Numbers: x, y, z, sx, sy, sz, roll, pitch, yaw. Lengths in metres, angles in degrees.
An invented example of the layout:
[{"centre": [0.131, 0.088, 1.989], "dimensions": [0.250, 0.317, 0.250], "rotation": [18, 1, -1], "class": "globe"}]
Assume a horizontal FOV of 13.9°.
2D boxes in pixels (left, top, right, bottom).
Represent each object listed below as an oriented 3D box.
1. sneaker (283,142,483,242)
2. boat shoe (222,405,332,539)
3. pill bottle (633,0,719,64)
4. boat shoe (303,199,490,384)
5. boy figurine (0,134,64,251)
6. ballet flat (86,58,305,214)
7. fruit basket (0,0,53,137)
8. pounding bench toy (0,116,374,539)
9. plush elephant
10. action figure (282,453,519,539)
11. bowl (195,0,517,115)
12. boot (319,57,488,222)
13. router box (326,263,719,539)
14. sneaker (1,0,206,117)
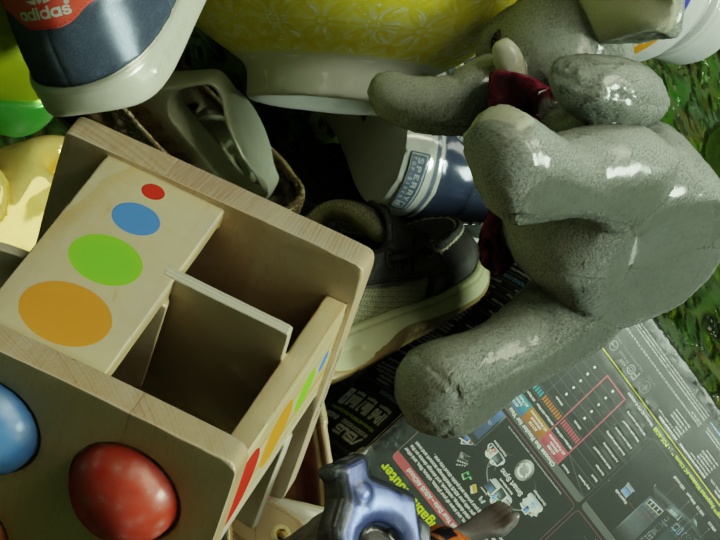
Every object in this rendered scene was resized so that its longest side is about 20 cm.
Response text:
[{"centre": [0.042, -0.006, 1.450], "dimensions": [0.200, 0.089, 0.074], "rotation": [9, 32, -24], "class": "sneaker"}, {"centre": [-0.038, 0.114, 1.265], "dimensions": [0.074, 0.069, 0.200], "rotation": [16, 56, -46], "class": "boat shoe"}, {"centre": [0.127, -0.178, 1.633], "dimensions": [0.200, 0.112, 0.112], "rotation": [19, 54, -46], "class": "pill bottle"}, {"centre": [0.000, 0.000, 1.271], "dimensions": [0.200, 0.073, 0.065], "rotation": [-36, 113, -64], "class": "boat shoe"}, {"centre": [-0.132, 0.001, 1.219], "dimensions": [0.200, 0.064, 0.124], "rotation": [28, 66, -37], "class": "boy figurine"}, {"centre": [-0.094, -0.088, 1.325], "dimensions": [0.200, 0.065, 0.071], "rotation": [47, 40, -21], "class": "ballet flat"}, {"centre": [-0.201, -0.138, 1.159], "dimensions": [0.216, 0.155, 0.216], "rotation": [-2, 90, -68], "class": "fruit basket"}, {"centre": [-0.102, 0.081, 1.100], "dimensions": [0.124, 0.200, 0.156], "rotation": [25, 39, 6], "class": "pounding bench toy"}, {"centre": [0.079, -0.057, 1.233], "dimensions": [0.200, 0.165, 0.155], "rotation": [-19, 51, -25], "class": "plush elephant"}, {"centre": [0.002, 0.176, 1.156], "dimensions": [0.193, 0.105, 0.200], "rotation": [7, 77, -49], "class": "action figure"}, {"centre": [-0.007, -0.126, 1.314], "dimensions": [0.200, 0.200, 0.108], "rotation": [6, 87, -51], "class": "bowl"}, {"centre": [0.033, -0.087, 1.435], "dimensions": [0.090, 0.073, 0.200], "rotation": [13, 35, -24], "class": "boot"}, {"centre": [0.093, 0.097, 1.369], "dimensions": [0.150, 0.062, 0.200], "rotation": [-42, 115, -10], "class": "router box"}, {"centre": [-0.091, -0.149, 1.148], "dimensions": [0.200, 0.075, 0.085], "rotation": [-79, 152, -49], "class": "sneaker"}]
